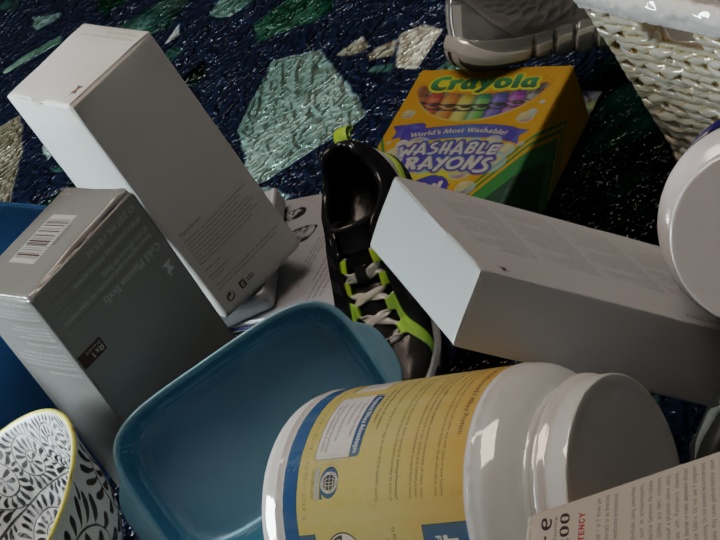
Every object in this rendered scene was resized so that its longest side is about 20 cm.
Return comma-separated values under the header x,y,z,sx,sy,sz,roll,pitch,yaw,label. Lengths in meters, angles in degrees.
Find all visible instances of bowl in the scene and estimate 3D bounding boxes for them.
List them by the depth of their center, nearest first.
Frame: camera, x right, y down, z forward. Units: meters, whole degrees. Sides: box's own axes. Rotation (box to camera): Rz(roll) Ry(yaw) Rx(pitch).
x,y,z,sx,sy,sz,roll,pitch,yaw,label
-0.210,0.198,1.466,0.201,0.094,0.201,-40,28,27,bowl

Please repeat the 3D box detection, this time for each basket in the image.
x,y,z,sx,sy,sz,roll,pitch,yaw,label
0.283,-0.173,1.483,0.200,0.161,0.198,-43,29,-14,basket

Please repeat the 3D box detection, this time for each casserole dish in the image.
x,y,z,sx,sy,sz,roll,pitch,yaw,label
-0.064,0.103,1.472,0.199,0.121,0.039,-34,5,0,casserole dish

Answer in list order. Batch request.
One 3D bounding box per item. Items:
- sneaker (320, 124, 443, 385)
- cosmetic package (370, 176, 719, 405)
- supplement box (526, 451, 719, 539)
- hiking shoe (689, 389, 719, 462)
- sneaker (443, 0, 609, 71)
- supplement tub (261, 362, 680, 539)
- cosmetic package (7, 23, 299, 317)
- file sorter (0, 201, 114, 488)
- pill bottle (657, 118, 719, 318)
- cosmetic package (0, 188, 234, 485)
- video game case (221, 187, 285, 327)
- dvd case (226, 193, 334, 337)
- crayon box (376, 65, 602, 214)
x,y,z,sx,sy,sz,roll,pitch,yaw,label
0.000,0.000,1.524,0.071,0.083,0.201,-20,61,20,sneaker
0.122,0.014,1.339,0.052,0.199,0.151,-70,24,13,cosmetic package
0.193,0.152,1.111,0.199,0.126,0.074,-21,31,20,supplement box
0.264,0.068,1.224,0.199,0.075,0.087,-36,34,3,hiking shoe
0.151,-0.219,1.684,0.199,0.116,0.075,-14,17,-18,sneaker
0.061,0.128,1.264,0.199,0.145,0.145,-10,36,37,supplement tub
-0.146,-0.071,1.638,0.085,0.200,0.107,-44,30,-19,cosmetic package
-0.247,0.050,1.611,0.122,0.138,0.202,16,99,59,file sorter
0.226,-0.030,1.296,0.115,0.116,0.200,-26,2,14,pill bottle
-0.153,0.053,1.531,0.090,0.200,0.107,3,47,51,cosmetic package
-0.148,0.021,1.731,0.199,0.018,0.144,-25,29,17,video game case
-0.048,-0.003,1.709,0.199,0.025,0.151,-9,36,36,dvd case
0.081,-0.085,1.649,0.125,0.052,0.200,0,40,29,crayon box
